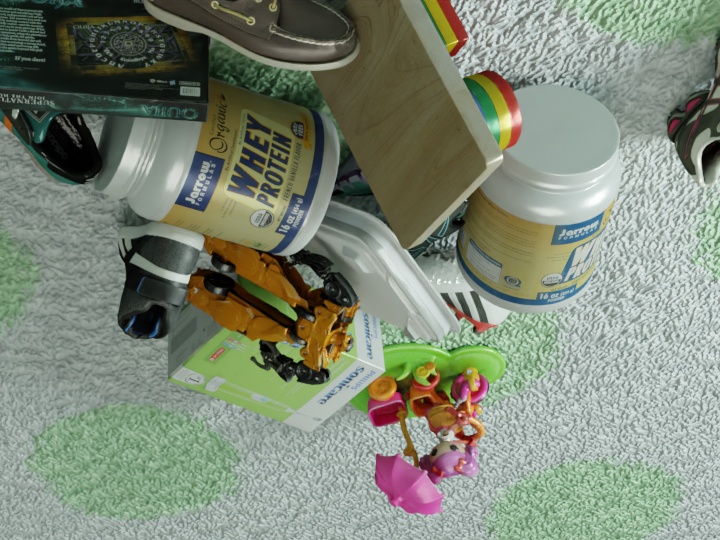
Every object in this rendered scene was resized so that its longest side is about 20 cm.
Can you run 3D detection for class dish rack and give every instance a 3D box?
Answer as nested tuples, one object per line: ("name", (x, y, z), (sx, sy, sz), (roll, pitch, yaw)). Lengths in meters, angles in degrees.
("dish rack", (0.000, 0.000, 1.511), (0.044, 0.200, 0.172), (-46, 121, -15))

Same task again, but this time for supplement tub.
("supplement tub", (-0.135, -0.105, 1.414), (0.200, 0.145, 0.144), (15, 136, -23))
("supplement tub", (0.175, -0.069, 1.487), (0.144, 0.145, 0.200), (0, 140, -6))

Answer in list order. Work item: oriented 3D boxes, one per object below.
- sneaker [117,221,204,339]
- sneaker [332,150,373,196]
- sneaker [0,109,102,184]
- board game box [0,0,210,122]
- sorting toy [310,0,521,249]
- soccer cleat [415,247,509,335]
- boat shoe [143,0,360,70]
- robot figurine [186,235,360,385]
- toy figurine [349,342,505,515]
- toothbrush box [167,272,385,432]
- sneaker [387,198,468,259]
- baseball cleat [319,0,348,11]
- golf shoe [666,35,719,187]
("sneaker", (-0.218, 0.015, 1.513), (0.073, 0.112, 0.200), (19, 170, -15))
("sneaker", (0.036, -0.131, 1.476), (0.074, 0.088, 0.200), (-5, 171, -42))
("sneaker", (-0.299, -0.158, 1.349), (0.200, 0.071, 0.080), (50, 162, -25))
("board game box", (-0.231, -0.192, 1.308), (0.200, 0.135, 0.028), (4, 143, -9))
("sorting toy", (0.054, -0.148, 1.312), (0.070, 0.199, 0.200), (-23, 169, -25))
("soccer cleat", (0.091, 0.002, 1.632), (0.200, 0.069, 0.085), (27, 117, -31))
("boat shoe", (-0.094, -0.229, 1.290), (0.200, 0.072, 0.060), (21, 141, 12))
("robot figurine", (-0.085, 0.025, 1.522), (0.200, 0.058, 0.145), (30, 118, 19))
("toy figurine", (0.083, 0.196, 1.764), (0.200, 0.184, 0.150), (-12, 140, 8))
("toothbrush box", (-0.095, 0.086, 1.691), (0.200, 0.086, 0.146), (24, 131, -29))
("sneaker", (0.066, -0.048, 1.494), (0.079, 0.076, 0.200), (-6, 173, 1))
("baseball cleat", (0.030, -0.280, 1.297), (0.200, 0.070, 0.106), (-9, 154, 12))
("golf shoe", (0.366, -0.167, 1.436), (0.077, 0.088, 0.200), (10, 137, -14))
